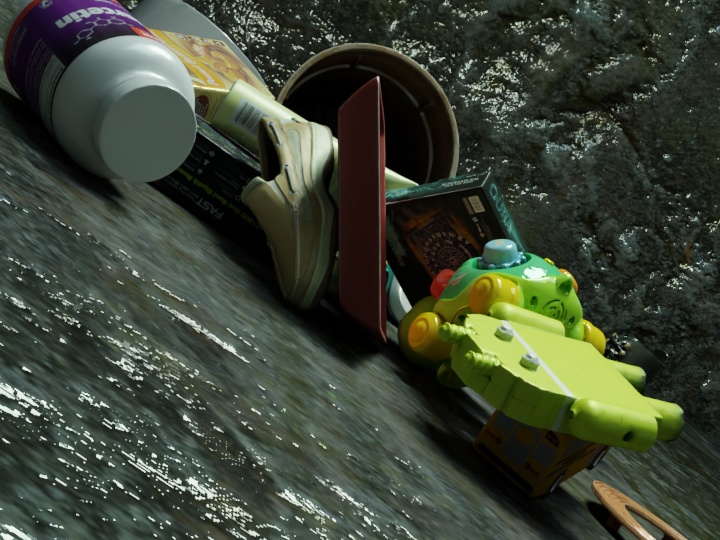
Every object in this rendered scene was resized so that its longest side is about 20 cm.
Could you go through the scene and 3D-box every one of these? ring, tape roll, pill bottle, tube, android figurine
[{"bbox_3d":[0.281,0.255,1.368,0.200,0.019,0.200,37,5,-3],"label":"ring"},{"bbox_3d":[-0.196,-0.228,1.803,0.200,0.066,0.200,38,-17,13],"label":"tape roll"},{"bbox_3d":[-0.199,-0.143,1.203,0.112,0.113,0.200,32,7,-39],"label":"pill bottle"},{"bbox_3d":[-0.044,-0.103,1.446,0.199,0.052,0.058,33,-17,-4],"label":"tube"},{"bbox_3d":[0.150,0.081,1.188,0.199,0.041,0.182,17,18,-26],"label":"android figurine"}]

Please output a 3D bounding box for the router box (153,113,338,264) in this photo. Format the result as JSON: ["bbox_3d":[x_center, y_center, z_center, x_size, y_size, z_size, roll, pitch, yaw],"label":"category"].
[{"bbox_3d":[-0.116,-0.077,1.419,0.199,0.062,0.150,35,6,-13],"label":"router box"}]

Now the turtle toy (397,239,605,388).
[{"bbox_3d":[0.110,0.043,1.358,0.145,0.200,0.102,27,48,-34],"label":"turtle toy"}]

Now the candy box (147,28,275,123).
[{"bbox_3d":[-0.196,-0.190,1.535,0.199,0.056,0.116,4,34,-43],"label":"candy box"}]

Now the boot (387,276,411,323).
[{"bbox_3d":[0.049,0.018,1.685,0.073,0.090,0.200,58,29,-10],"label":"boot"}]

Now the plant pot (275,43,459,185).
[{"bbox_3d":[-0.023,-0.118,1.631,0.200,0.201,0.198,35,-14,-11],"label":"plant pot"}]

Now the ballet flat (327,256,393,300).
[{"bbox_3d":[0.000,0.000,1.512,0.063,0.069,0.200,23,4,2],"label":"ballet flat"}]

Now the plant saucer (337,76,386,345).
[{"bbox_3d":[0.002,-0.043,1.298,0.036,0.202,0.200,0,-6,2],"label":"plant saucer"}]

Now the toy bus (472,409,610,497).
[{"bbox_3d":[0.162,0.128,1.272,0.065,0.079,0.200,38,21,19],"label":"toy bus"}]

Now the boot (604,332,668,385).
[{"bbox_3d":[0.236,0.108,1.674,0.200,0.139,0.077,29,9,-45],"label":"boot"}]

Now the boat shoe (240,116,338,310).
[{"bbox_3d":[-0.065,-0.051,1.296,0.076,0.072,0.201,17,40,-21],"label":"boat shoe"}]

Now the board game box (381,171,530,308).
[{"bbox_3d":[0.098,0.007,1.431,0.135,0.028,0.201,-8,-58,35],"label":"board game box"}]
